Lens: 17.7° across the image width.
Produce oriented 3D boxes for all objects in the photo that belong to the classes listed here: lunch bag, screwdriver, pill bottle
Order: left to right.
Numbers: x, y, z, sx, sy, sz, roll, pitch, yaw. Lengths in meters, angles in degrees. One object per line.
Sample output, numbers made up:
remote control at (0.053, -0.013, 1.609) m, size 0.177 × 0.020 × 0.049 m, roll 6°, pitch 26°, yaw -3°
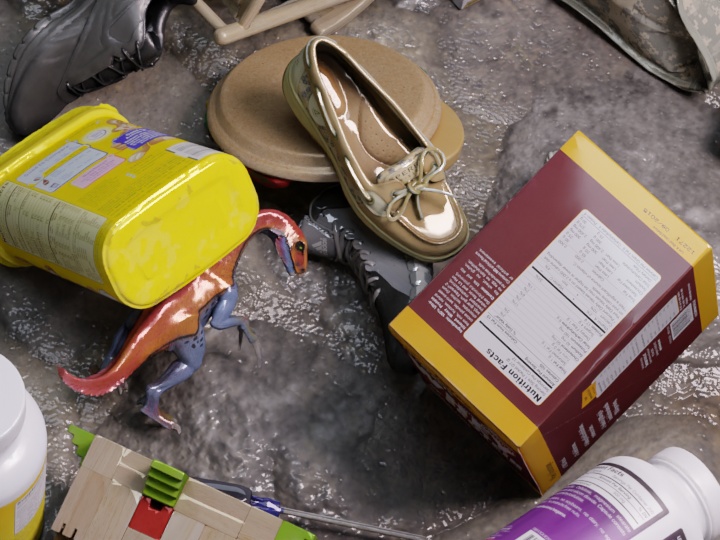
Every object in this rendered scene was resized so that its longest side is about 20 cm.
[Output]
pill bottle at (-0.277, 0.137, 1.621) m, size 0.112 × 0.200 × 0.112 m, roll 4°, pitch 57°, yaw -6°
screwdriver at (-0.045, 0.185, 1.734) m, size 0.200 × 0.029 × 0.028 m, roll 14°, pitch 57°, yaw -4°
pill bottle at (0.173, 0.212, 1.697) m, size 0.200 × 0.113 × 0.112 m, roll -30°, pitch 67°, yaw -25°
lunch bag at (0.283, -0.267, 2.018) m, size 0.200 × 0.118 × 0.164 m, roll 40°, pitch 60°, yaw 9°

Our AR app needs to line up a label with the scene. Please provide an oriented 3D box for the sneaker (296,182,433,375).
sneaker at (0.000, 0.000, 1.836) m, size 0.115 × 0.075 × 0.200 m, roll 4°, pitch 47°, yaw 0°

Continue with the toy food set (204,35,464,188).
toy food set at (-0.028, -0.129, 1.892) m, size 0.200 × 0.049 × 0.198 m, roll -17°, pitch 43°, yaw -18°

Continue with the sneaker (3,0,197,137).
sneaker at (-0.212, -0.183, 1.871) m, size 0.091 × 0.076 × 0.200 m, roll 40°, pitch 97°, yaw 14°

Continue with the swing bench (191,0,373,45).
swing bench at (-0.091, -0.303, 1.962) m, size 0.199 × 0.130 × 0.200 m, roll 47°, pitch 29°, yaw 21°

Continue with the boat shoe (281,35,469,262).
boat shoe at (0.014, -0.092, 1.783) m, size 0.073 × 0.063 × 0.200 m, roll -41°, pitch 89°, yaw -20°

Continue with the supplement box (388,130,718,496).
supplement box at (0.149, 0.037, 1.717) m, size 0.200 × 0.197 × 0.133 m, roll -45°, pitch 72°, yaw -4°

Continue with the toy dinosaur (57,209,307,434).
toy dinosaur at (-0.116, 0.030, 1.747) m, size 0.105 × 0.200 × 0.182 m, roll 36°, pitch 96°, yaw 7°

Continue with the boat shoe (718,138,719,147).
boat shoe at (0.386, -0.158, 1.988) m, size 0.068 × 0.072 × 0.200 m, roll 39°, pitch 58°, yaw 18°

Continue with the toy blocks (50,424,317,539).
toy blocks at (-0.149, 0.213, 1.658) m, size 0.200 × 0.100 × 0.137 m, roll 23°, pitch 81°, yaw 7°

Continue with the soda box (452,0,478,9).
soda box at (0.061, -0.329, 2.052) m, size 0.068 × 0.064 × 0.200 m, roll -29°, pitch 65°, yaw -23°

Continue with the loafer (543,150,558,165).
loafer at (0.195, -0.008, 1.866) m, size 0.070 × 0.070 × 0.200 m, roll -12°, pitch 69°, yaw -9°

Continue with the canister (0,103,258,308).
canister at (-0.189, -0.049, 1.760) m, size 0.148 × 0.087 × 0.200 m, roll -37°, pitch 32°, yaw -25°
